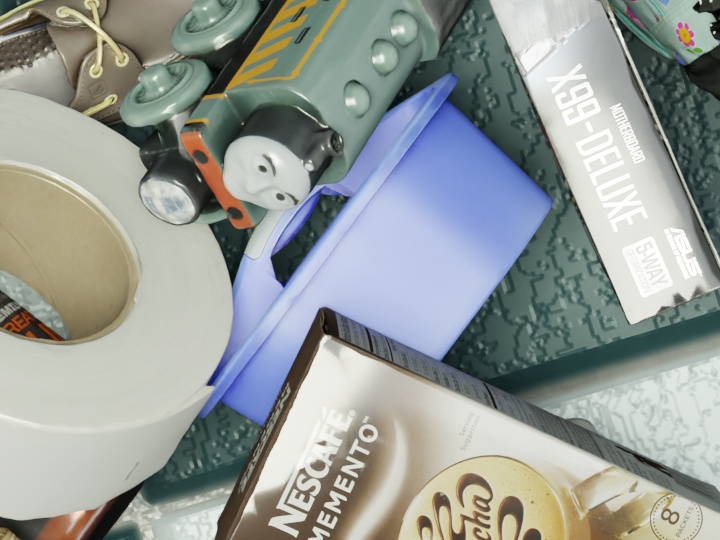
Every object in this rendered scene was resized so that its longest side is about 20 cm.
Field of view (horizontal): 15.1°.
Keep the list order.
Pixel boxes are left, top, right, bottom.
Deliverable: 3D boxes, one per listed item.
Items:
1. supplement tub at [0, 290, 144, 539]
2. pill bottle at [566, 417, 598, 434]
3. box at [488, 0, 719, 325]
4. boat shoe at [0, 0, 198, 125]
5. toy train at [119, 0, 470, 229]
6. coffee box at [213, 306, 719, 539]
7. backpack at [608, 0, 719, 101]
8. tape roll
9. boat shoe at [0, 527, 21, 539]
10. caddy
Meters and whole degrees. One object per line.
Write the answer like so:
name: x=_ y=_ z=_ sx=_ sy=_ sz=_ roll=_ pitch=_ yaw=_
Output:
supplement tub: x=-0.196 y=0.057 z=1.295 sx=0.200 sy=0.107 sz=0.107 roll=37 pitch=90 yaw=2
pill bottle: x=0.035 y=0.154 z=1.281 sx=0.200 sy=0.113 sz=0.113 roll=-21 pitch=88 yaw=2
box: x=0.113 y=-0.056 z=1.239 sx=0.050 sy=0.200 sz=0.158 roll=-23 pitch=87 yaw=5
boat shoe: x=-0.144 y=-0.101 z=1.319 sx=0.200 sy=0.060 sz=0.072 roll=-24 pitch=87 yaw=1
toy train: x=-0.027 y=-0.097 z=1.255 sx=0.114 sy=0.200 sz=0.085 roll=-6 pitch=127 yaw=37
coffee box: x=0.048 y=0.110 z=1.176 sx=0.200 sy=0.080 sz=0.113 roll=24 pitch=96 yaw=-6
backpack: x=0.152 y=-0.190 z=1.272 sx=0.200 sy=0.127 sz=0.167 roll=47 pitch=63 yaw=-1
tape roll: x=-0.161 y=0.013 z=1.226 sx=0.202 sy=0.202 sz=0.071 roll=37 pitch=130 yaw=2
boat shoe: x=-0.230 y=0.140 z=1.261 sx=0.200 sy=0.074 sz=0.066 roll=-14 pitch=109 yaw=40
caddy: x=0.000 y=0.000 z=1.272 sx=0.105 sy=0.141 sz=0.200 roll=37 pitch=89 yaw=-1
